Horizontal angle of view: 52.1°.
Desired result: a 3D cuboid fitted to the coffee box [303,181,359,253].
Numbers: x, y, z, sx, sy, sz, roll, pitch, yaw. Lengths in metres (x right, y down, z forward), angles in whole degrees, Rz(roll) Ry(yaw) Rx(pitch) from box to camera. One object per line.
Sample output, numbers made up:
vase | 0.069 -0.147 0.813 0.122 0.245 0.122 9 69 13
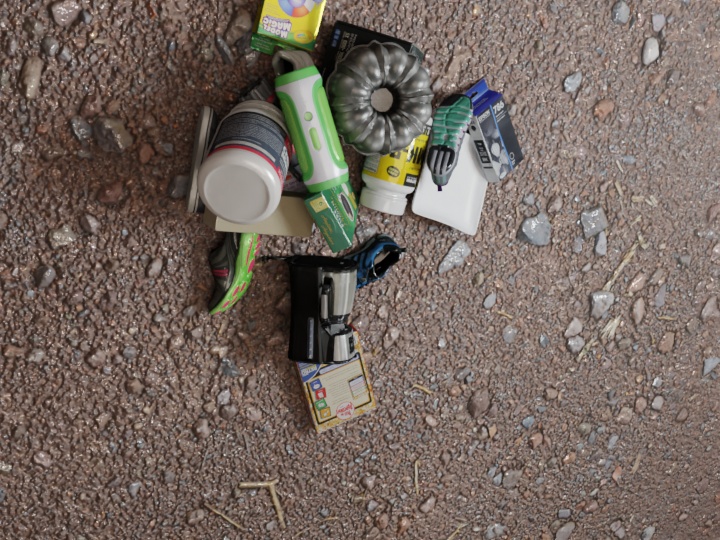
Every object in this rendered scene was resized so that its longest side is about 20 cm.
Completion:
coffee box | -0.052 -0.134 1.414 0.044 0.201 0.124 -21 118 16

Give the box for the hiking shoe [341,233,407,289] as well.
hiking shoe | 0.000 0.000 1.538 0.200 0.087 0.075 -42 117 -5

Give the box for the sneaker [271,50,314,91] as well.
sneaker | -0.110 -0.308 1.330 0.078 0.099 0.202 -32 79 29

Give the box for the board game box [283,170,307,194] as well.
board game box | -0.166 -0.189 1.436 0.151 0.040 0.202 -15 111 -17

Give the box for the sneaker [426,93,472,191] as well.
sneaker | 0.176 -0.261 1.488 0.088 0.074 0.202 77 31 -61

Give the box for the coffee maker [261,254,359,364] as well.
coffee maker | -0.096 0.076 1.487 0.134 0.190 0.203 -13 110 -55

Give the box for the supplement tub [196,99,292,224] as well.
supplement tub | -0.191 -0.188 1.257 0.138 0.201 0.142 3 131 3

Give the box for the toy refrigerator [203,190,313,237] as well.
toy refrigerator | -0.187 -0.113 1.376 0.198 0.070 0.077 2 107 -35

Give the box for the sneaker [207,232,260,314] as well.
sneaker | -0.260 -0.005 1.448 0.083 0.077 0.202 29 109 16

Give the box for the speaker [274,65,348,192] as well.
speaker | -0.083 -0.241 1.264 0.088 0.088 0.202 -21 104 -15

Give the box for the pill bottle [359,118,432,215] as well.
pill bottle | 0.067 -0.221 1.481 0.113 0.114 0.202 9 103 -24

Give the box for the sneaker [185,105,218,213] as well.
sneaker | -0.274 -0.202 1.369 0.078 0.079 0.202 5 115 -18

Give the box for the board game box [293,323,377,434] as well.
board game box | -0.058 0.238 1.612 0.150 0.046 0.202 -20 113 -16

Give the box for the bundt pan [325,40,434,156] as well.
bundt pan | 0.038 -0.298 1.283 0.199 0.076 0.205 -2 103 -10

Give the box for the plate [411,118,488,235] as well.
plate | 0.191 -0.195 1.554 0.198 0.032 0.203 16 86 -38

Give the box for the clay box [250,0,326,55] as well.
clay box | -0.125 -0.493 1.353 0.114 0.048 0.202 11 101 -25

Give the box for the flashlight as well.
flashlight | -0.142 -0.261 1.365 0.200 0.067 0.068 49 60 -28

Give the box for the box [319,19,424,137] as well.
box | 0.006 -0.342 1.386 0.162 0.086 0.202 23 100 17

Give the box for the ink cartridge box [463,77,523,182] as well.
ink cartridge box | 0.280 -0.299 1.569 0.099 0.039 0.201 -42 118 -27
